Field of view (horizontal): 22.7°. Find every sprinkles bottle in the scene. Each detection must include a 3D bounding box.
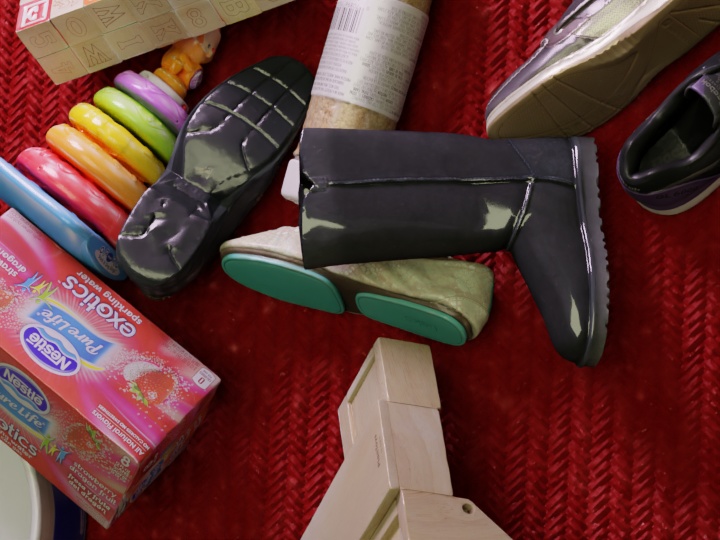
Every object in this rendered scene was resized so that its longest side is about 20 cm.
[{"bbox_3d":[0.003,-0.138,1.253,0.068,0.068,0.202,16,90,19],"label":"sprinkles bottle"}]

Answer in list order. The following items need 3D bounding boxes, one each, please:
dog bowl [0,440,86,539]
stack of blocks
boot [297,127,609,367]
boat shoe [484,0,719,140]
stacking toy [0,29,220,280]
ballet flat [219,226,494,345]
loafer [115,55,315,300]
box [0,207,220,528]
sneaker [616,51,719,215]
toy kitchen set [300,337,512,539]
[{"bbox_3d":[-0.304,0.181,1.321,0.198,0.079,0.203,-2,83,19],"label":"dog bowl"},{"bbox_3d":[-0.144,-0.221,1.291,0.198,0.059,0.116,-17,47,18],"label":"stack of blocks"},{"bbox_3d":[0.057,-0.016,1.178,0.198,0.066,0.167,2,63,-8],"label":"boot"},{"bbox_3d":[0.163,-0.155,1.204,0.199,0.072,0.065,-38,50,24],"label":"boat shoe"},{"bbox_3d":[-0.164,-0.103,1.302,0.109,0.116,0.201,35,82,22],"label":"stacking toy"},{"bbox_3d":[0.000,0.000,1.254,0.198,0.068,0.063,17,63,16],"label":"ballet flat"},{"bbox_3d":[-0.102,-0.067,1.282,0.073,0.072,0.200,36,76,11],"label":"loafer"},{"bbox_3d":[-0.210,0.068,1.254,0.199,0.100,0.096,39,139,7],"label":"box"},{"bbox_3d":[0.250,-0.113,1.156,0.200,0.087,0.076,-44,73,10],"label":"sneaker"},{"bbox_3d":[0.070,0.185,1.208,0.164,0.179,0.201,119,153,-42],"label":"toy kitchen set"}]
